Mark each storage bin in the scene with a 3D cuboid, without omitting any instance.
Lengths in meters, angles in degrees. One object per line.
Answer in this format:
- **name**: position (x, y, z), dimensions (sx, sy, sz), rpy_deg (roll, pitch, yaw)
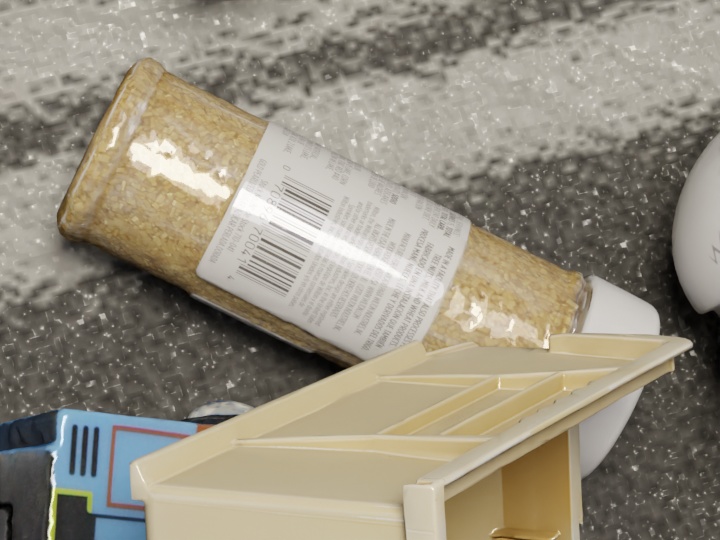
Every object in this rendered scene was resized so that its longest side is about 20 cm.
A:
- **storage bin**: position (0.029, 0.132, 0.668), dimensions (0.093, 0.198, 0.201), rpy_deg (1, 100, 28)

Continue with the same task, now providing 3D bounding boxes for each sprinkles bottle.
- **sprinkles bottle**: position (0.000, 0.000, 0.787), dimensions (0.200, 0.068, 0.068), rpy_deg (26, 72, -6)

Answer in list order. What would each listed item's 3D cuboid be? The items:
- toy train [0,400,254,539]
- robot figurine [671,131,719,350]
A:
- **toy train**: position (-0.068, 0.137, 0.718), dimensions (0.114, 0.087, 0.201), rpy_deg (9, 78, -29)
- **robot figurine**: position (0.196, 0.021, 0.797), dimensions (0.125, 0.150, 0.200), rpy_deg (-36, 87, -6)
